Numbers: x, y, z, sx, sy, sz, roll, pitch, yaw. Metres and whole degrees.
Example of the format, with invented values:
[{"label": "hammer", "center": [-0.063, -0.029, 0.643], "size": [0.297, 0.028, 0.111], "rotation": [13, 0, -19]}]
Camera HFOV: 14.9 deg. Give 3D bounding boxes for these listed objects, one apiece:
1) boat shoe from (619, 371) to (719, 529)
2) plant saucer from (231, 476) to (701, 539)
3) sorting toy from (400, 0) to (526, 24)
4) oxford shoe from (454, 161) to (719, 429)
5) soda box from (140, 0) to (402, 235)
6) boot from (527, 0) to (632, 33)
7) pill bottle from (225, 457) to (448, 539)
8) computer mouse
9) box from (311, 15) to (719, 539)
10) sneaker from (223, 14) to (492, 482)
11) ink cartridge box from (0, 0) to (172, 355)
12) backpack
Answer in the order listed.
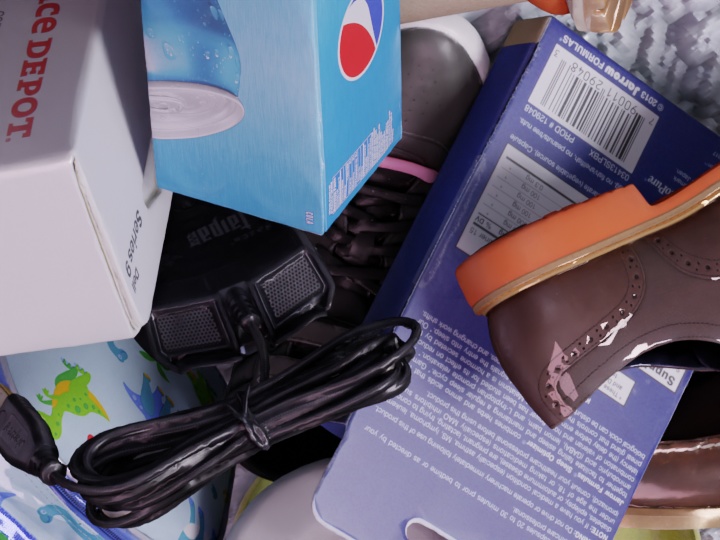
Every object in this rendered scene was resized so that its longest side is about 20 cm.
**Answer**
[{"label": "boat shoe", "center": [0.165, 0.057, 1.076], "size": [0.199, 0.070, 0.071], "rotation": [-4, 111, -14]}, {"label": "plant saucer", "center": [0.045, 0.115, 1.167], "size": [0.199, 0.031, 0.201], "rotation": [2, 131, 2]}, {"label": "sorting toy", "center": [0.045, -0.169, 0.900], "size": [0.184, 0.037, 0.201], "rotation": [-9, 125, 11]}, {"label": "oxford shoe", "center": [0.133, -0.003, 0.966], "size": [0.199, 0.073, 0.071], "rotation": [-21, 170, -16]}, {"label": "soda box", "center": [-0.030, -0.114, 0.891], "size": [0.068, 0.064, 0.201], "rotation": [16, 131, 22]}, {"label": "boot", "center": [0.026, -0.160, 0.749], "size": [0.107, 0.075, 0.201], "rotation": [-5, 105, 20]}, {"label": "pill bottle", "center": [-0.002, 0.158, 1.080], "size": [0.113, 0.114, 0.200], "rotation": [4, 154, 0]}, {"label": "computer mouse", "center": [-0.072, 0.021, 0.963], "size": [0.140, 0.200, 0.046], "rotation": [-26, 129, -11]}, {"label": "box", "center": [0.063, 0.025, 0.994], "size": [0.121, 0.201, 0.032], "rotation": [33, 165, -24]}, {"label": "sneaker", "center": [0.000, 0.000, 1.022], "size": [0.070, 0.099, 0.200], "rotation": [17, 129, -9]}, {"label": "ink cartridge box", "center": [-0.172, -0.039, 0.967], "size": [0.199, 0.146, 0.084], "rotation": [-8, 130, 10]}, {"label": "backpack", "center": [-0.142, 0.079, 1.034], "size": [0.147, 0.200, 0.183], "rotation": [-28, 124, 26]}]
